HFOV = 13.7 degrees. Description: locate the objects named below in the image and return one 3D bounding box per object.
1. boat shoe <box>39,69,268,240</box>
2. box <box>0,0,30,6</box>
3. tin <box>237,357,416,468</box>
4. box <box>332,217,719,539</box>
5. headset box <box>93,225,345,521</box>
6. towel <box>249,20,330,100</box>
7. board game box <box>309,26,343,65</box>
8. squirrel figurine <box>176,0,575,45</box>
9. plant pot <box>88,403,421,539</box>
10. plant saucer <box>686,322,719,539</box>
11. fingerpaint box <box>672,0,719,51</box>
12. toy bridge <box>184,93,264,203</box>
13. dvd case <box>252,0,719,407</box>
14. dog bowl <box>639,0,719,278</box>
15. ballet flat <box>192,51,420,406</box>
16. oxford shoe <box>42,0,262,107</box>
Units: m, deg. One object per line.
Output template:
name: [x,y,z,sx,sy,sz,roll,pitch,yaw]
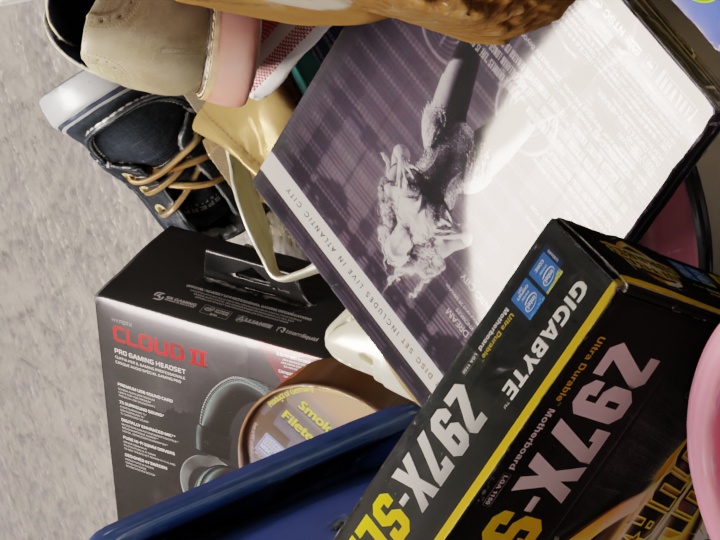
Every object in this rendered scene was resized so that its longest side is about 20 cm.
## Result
boat shoe: [-0.093,-0.060,1.489,0.091,0.071,0.200,61,-170,5]
box: [-0.141,-0.187,1.458,0.200,0.078,0.095,-94,-10,-82]
tin: [0.032,0.122,1.376,0.200,0.042,0.112,42,137,6]
box: [0.079,0.088,1.099,0.200,0.160,0.049,-56,45,16]
headset box: [-0.045,0.077,1.478,0.149,0.077,0.200,15,128,25]
towel: [-0.008,-0.182,1.158,0.146,0.030,0.200,-43,43,52]
board game box: [-0.050,-0.147,1.343,0.200,0.062,0.200,60,-179,35]
squirrel figurine: [0.013,-0.180,1.008,0.200,0.142,0.187,13,83,19]
plant pot: [-0.005,0.183,1.270,0.180,0.200,0.200,37,140,46]
plant saucer: [0.204,0.078,1.012,0.200,0.051,0.201,27,135,31]
fingerpaint box: [0.109,-0.202,1.030,0.200,0.073,0.167,51,148,41]
toy bridge: [-0.058,-0.073,1.359,0.067,0.027,0.200,55,-175,-30]
dvd case: [0.044,-0.046,1.115,0.149,0.016,0.200,52,133,22]
dog bowl: [0.088,-0.046,1.166,0.200,0.074,0.200,44,148,38]
ballet flat: [0.000,0.000,1.229,0.200,0.063,0.069,58,-166,13]
oxford shoe: [-0.089,-0.113,1.181,0.200,0.074,0.071,-134,49,-72]
